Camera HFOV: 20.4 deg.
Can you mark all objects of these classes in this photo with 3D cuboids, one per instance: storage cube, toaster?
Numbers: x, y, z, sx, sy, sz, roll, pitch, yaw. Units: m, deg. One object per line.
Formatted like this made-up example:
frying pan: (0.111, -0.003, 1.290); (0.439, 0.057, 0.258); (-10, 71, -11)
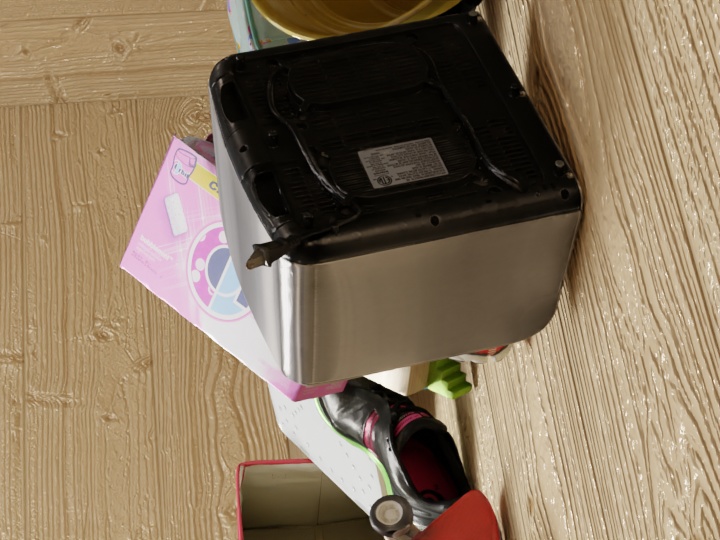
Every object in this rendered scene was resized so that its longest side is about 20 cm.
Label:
storage cube: (-0.032, 0.292, 1.917); (0.180, 0.170, 0.201); (97, 167, -64)
toaster: (0.007, -0.044, 1.135); (0.181, 0.199, 0.119); (-116, 19, -44)

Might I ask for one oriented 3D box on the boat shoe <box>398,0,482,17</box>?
boat shoe: (0.050, -0.179, 1.324); (0.074, 0.066, 0.201); (29, -102, -50)

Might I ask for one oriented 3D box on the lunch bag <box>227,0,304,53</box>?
lunch bag: (-0.055, -0.177, 1.530); (0.161, 0.077, 0.201); (89, 170, -58)

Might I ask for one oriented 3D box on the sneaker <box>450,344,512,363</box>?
sneaker: (0.061, -0.029, 1.308); (0.085, 0.076, 0.201); (101, 165, -49)

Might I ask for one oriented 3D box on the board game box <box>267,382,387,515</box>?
board game box: (-0.032, 0.107, 1.787); (0.200, 0.026, 0.201); (39, 148, 48)

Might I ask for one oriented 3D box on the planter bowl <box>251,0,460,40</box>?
planter bowl: (0.026, -0.219, 1.254); (0.083, 0.199, 0.202); (31, -134, -52)

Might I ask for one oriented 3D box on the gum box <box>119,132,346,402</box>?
gum box: (-0.079, -0.008, 1.472); (0.066, 0.200, 0.114); (-8, -52, -56)

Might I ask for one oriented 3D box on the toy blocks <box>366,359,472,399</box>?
toy blocks: (0.000, 0.000, 1.506); (0.199, 0.100, 0.138); (23, 117, 33)

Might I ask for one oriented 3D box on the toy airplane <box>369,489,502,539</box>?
toy airplane: (0.041, 0.265, 1.348); (0.200, 0.140, 0.201); (-23, -53, -62)

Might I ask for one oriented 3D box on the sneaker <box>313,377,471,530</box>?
sneaker: (0.032, 0.123, 1.553); (0.200, 0.076, 0.084); (53, 145, 20)
